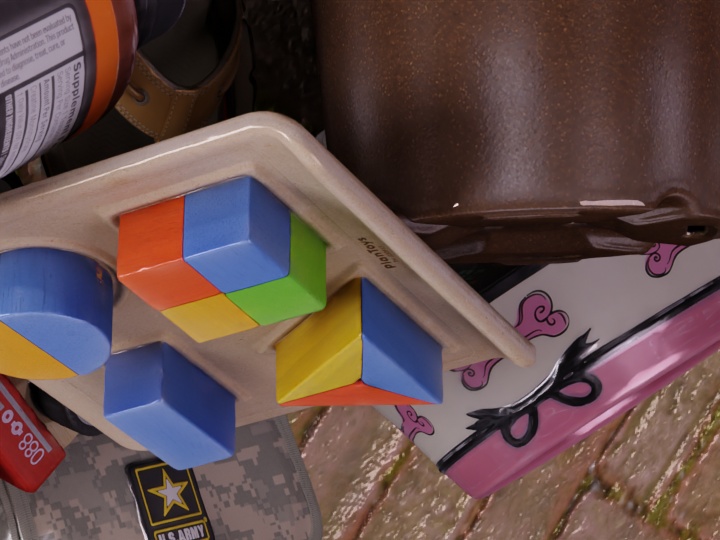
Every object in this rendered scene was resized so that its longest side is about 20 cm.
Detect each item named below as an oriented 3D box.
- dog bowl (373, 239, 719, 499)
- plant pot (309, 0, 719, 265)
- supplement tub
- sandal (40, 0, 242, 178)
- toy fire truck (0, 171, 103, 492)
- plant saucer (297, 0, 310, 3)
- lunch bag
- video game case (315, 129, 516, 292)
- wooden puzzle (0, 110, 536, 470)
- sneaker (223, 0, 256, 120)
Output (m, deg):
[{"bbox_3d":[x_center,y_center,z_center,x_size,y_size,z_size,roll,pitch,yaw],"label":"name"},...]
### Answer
[{"bbox_3d":[0.103,0.032,1.215,0.200,0.074,0.200,-33,172,-5],"label":"dog bowl"},{"bbox_3d":[0.062,-0.108,0.997,0.200,0.200,0.198,5,81,-46],"label":"plant pot"},{"bbox_3d":[-0.151,-0.077,0.912,0.200,0.107,0.107,-34,138,-41],"label":"supplement tub"},{"bbox_3d":[-0.074,-0.095,1.025,0.080,0.054,0.200,3,112,-30],"label":"sandal"},{"bbox_3d":[-0.216,0.051,1.059,0.200,0.129,0.176,-51,141,-19],"label":"toy fire truck"},{"bbox_3d":[0.003,-0.212,1.132,0.200,0.037,0.200,-24,131,-30],"label":"plant saucer"},{"bbox_3d":[-0.109,0.147,1.213,0.164,0.118,0.200,-12,113,-40],"label":"lunch bag"},{"bbox_3d":[0.000,0.000,1.158,0.182,0.023,0.200,1,151,-41],"label":"video game case"},{"bbox_3d":[-0.061,0.021,0.967,0.185,0.200,0.046,41,44,-50],"label":"wooden puzzle"},{"bbox_3d":[-0.104,-0.119,1.075,0.085,0.077,0.200,-31,125,-18],"label":"sneaker"}]
